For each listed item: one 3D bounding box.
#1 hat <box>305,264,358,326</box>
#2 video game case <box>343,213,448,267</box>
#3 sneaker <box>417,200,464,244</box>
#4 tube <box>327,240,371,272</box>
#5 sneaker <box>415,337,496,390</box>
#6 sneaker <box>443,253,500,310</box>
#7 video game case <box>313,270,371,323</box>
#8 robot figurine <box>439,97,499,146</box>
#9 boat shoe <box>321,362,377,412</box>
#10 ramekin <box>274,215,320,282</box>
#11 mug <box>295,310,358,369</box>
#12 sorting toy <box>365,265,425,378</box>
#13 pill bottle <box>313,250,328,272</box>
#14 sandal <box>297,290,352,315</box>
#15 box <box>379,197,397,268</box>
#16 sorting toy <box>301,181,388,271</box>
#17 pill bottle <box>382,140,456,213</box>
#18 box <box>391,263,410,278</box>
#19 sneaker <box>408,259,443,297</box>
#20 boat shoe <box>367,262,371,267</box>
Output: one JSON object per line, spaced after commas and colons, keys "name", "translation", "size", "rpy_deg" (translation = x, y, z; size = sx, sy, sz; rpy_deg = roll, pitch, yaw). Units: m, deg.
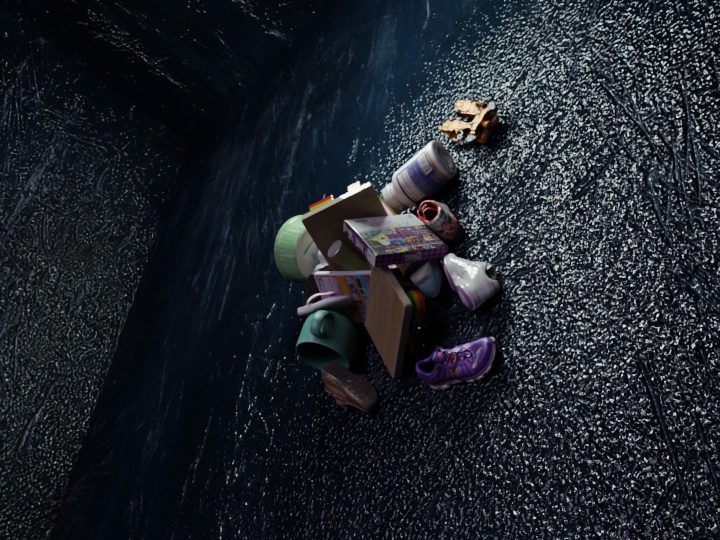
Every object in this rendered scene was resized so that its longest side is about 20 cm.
{"name": "hat", "translation": [-0.054, 0.071, 1.885], "size": [0.195, 0.080, 0.207], "rpy_deg": [5, 101, 28]}
{"name": "video game case", "translation": [0.081, -0.075, 1.632], "size": [0.182, 0.195, 0.037], "rpy_deg": [48, 138, 49]}
{"name": "sneaker", "translation": [0.181, -0.147, 1.723], "size": [0.068, 0.107, 0.202], "rpy_deg": [-49, 31, 11]}
{"name": "tube", "translation": [0.000, 0.000, 1.764], "size": [0.052, 0.199, 0.059], "rpy_deg": [-38, 33, 20]}
{"name": "sneaker", "translation": [0.194, 0.190, 1.421], "size": [0.198, 0.083, 0.082], "rpy_deg": [-32, 39, 35]}
{"name": "sneaker", "translation": [0.249, 0.014, 1.536], "size": [0.098, 0.076, 0.201], "rpy_deg": [-29, 31, 1]}
{"name": "video game case", "translation": [-0.024, 0.069, 1.767], "size": [0.196, 0.146, 0.017], "rpy_deg": [-1, 27, 41]}
{"name": "robot figurine", "translation": [0.295, -0.395, 1.833], "size": [0.147, 0.058, 0.200], "rpy_deg": [-56, 30, 3]}
{"name": "boat shoe", "translation": [-0.026, 0.296, 1.671], "size": [0.199, 0.074, 0.074], "rpy_deg": [30, 123, 50]}
{"name": "ramekin", "translation": [-0.151, -0.059, 2.051], "size": [0.096, 0.199, 0.204], "rpy_deg": [11, 70, 49]}
{"name": "mug", "translation": [-0.075, 0.167, 1.755], "size": [0.185, 0.149, 0.117], "rpy_deg": [-48, 18, 57]}
{"name": "sorting toy", "translation": [0.083, 0.102, 1.593], "size": [0.200, 0.068, 0.205], "rpy_deg": [-121, 31, -51]}
{"name": "pill bottle", "translation": [-0.058, -0.062, 1.992], "size": [0.110, 0.110, 0.204], "rpy_deg": [10, 71, 57]}
{"name": "sandal", "translation": [-0.102, 0.078, 1.780], "size": [0.200, 0.081, 0.051], "rpy_deg": [-20, 76, 45]}
{"name": "box", "translation": [0.073, -0.083, 1.822], "size": [0.119, 0.041, 0.201], "rpy_deg": [-47, 65, 15]}
{"name": "sorting toy", "translation": [-0.023, -0.116, 1.754], "size": [0.196, 0.201, 0.070], "rpy_deg": [-24, 37, 10]}
{"name": "pill bottle", "translation": [0.154, -0.244, 1.848], "size": [0.199, 0.110, 0.113], "rpy_deg": [-37, 35, 31]}
{"name": "box", "translation": [0.104, -0.002, 1.742], "size": [0.041, 0.039, 0.203], "rpy_deg": [31, 94, 23]}
{"name": "sneaker", "translation": [0.163, 0.009, 1.652], "size": [0.073, 0.083, 0.201], "rpy_deg": [-32, 14, 22]}
{"name": "boat shoe", "translation": [0.030, -0.049, 1.899], "size": [0.203, 0.070, 0.069], "rpy_deg": [-61, 30, 12]}
